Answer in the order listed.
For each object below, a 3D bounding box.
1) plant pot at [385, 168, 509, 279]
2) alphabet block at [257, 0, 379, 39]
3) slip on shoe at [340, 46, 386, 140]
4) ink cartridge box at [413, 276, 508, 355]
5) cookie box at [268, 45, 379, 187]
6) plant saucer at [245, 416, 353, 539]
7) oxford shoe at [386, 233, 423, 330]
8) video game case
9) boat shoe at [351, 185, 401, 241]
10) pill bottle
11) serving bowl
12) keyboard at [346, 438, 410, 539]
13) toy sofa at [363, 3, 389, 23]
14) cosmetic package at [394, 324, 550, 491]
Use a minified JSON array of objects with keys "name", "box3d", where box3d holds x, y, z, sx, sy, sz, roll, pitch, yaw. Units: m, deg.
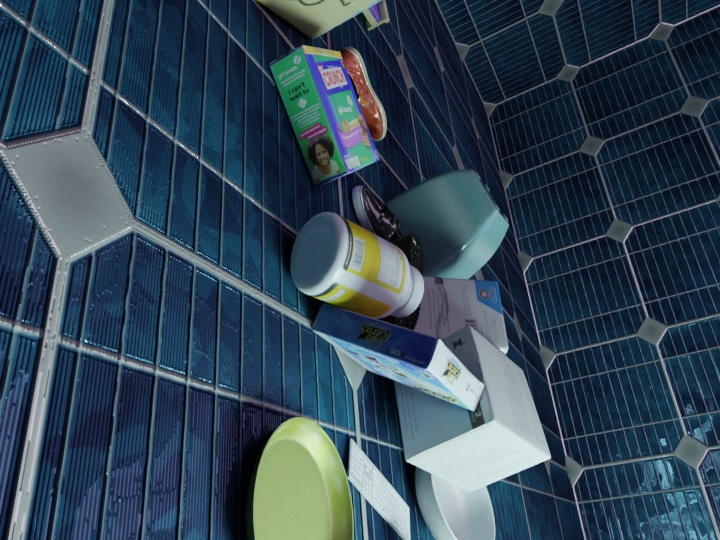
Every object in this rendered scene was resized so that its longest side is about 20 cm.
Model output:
[{"name":"plant pot","box3d":[0.206,-0.103,1.233,0.195,0.198,0.200,22,37,-61]},{"name":"alphabet block","box3d":[-0.081,-0.553,0.959,0.199,0.190,0.203,-5,76,-67]},{"name":"slip on shoe","box3d":[-0.003,-0.353,1.169,0.061,0.073,0.203,-48,132,-24]},{"name":"ink cartridge box","box3d":[0.154,0.095,1.024,0.085,0.192,0.149,97,-4,-52]},{"name":"cookie box","box3d":[-0.055,-0.262,0.958,0.206,0.073,0.171,68,24,-9]},{"name":"plant saucer","box3d":[-0.067,0.269,0.620,0.200,0.030,0.205,49,33,-46]},{"name":"oxford shoe","box3d":[0.058,0.040,0.969,0.073,0.082,0.206,49,42,-50]},{"name":"video game case","box3d":[0.054,0.123,0.798,0.181,0.196,0.047,43,68,-48]},{"name":"boat shoe","box3d":[0.050,-0.077,1.081,0.204,0.064,0.070,64,24,-21]},{"name":"pill bottle","box3d":[0.003,0.003,0.811,0.197,0.110,0.116,24,51,-43]},{"name":"serving bowl","box3d":[0.151,0.390,0.968,0.199,0.065,0.204,41,32,-32]},{"name":"keyboard","box3d":[0.030,0.325,0.827,0.202,0.010,0.057,58,27,-33]},{"name":"toy sofa","box3d":[0.014,-0.701,1.393,0.199,0.095,0.086,31,46,-59]},{"name":"cosmetic package","box3d":[0.177,0.231,0.922,0.199,0.163,0.168,36,32,-37]}]
